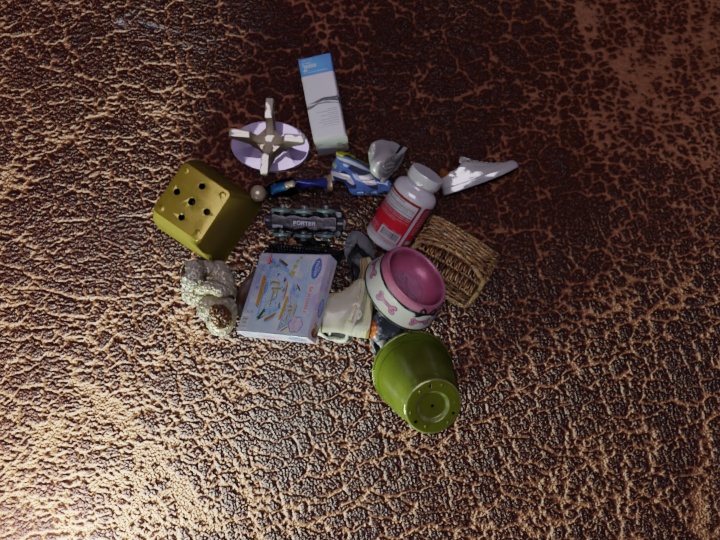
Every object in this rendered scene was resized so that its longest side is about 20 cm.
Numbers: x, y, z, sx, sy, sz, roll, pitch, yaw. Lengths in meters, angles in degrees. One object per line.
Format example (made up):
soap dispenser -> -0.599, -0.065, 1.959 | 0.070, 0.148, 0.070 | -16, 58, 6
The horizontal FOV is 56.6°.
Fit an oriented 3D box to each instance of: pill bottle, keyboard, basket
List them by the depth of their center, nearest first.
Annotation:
pill bottle -> 0.108, -0.149, 1.588 | 0.112, 0.112, 0.201 | 34, 114, 4
basket -> 0.213, -0.019, 1.596 | 0.199, 0.143, 0.150 | 32, 85, 4
keyboard -> -0.141, -0.049, 1.624 | 0.197, 0.040, 0.105 | 7, 43, 15

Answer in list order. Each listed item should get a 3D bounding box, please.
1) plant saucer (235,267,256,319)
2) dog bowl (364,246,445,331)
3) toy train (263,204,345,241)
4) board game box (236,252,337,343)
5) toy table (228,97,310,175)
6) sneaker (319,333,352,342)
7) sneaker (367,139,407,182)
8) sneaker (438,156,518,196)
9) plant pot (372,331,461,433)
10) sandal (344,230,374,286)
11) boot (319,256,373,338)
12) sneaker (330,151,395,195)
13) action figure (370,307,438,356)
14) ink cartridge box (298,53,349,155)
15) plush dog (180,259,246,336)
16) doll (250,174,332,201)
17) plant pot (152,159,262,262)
plant saucer -> -0.206, 0.059, 1.609 | 0.198, 0.032, 0.202 | -13, 51, 16
dog bowl -> 0.110, 0.033, 1.530 | 0.200, 0.200, 0.074 | 48, 129, 4
toy train -> -0.132, -0.118, 1.625 | 0.197, 0.114, 0.087 | 2, 98, 3
board game box -> -0.167, 0.059, 1.522 | 0.197, 0.041, 0.202 | 3, 66, 30
toy table -> -0.226, -0.315, 1.643 | 0.197, 0.117, 0.187 | -7, 85, -1
sneaker -> -0.107, 0.117, 1.610 | 0.198, 0.081, 0.077 | 20, 100, 4
sneaker -> 0.049, -0.270, 1.604 | 0.080, 0.200, 0.077 | 31, 113, 5
sneaker -> 0.289, -0.252, 1.650 | 0.197, 0.073, 0.086 | -17, 87, 1
plant pot -> 0.141, 0.265, 1.516 | 0.197, 0.193, 0.203 | -3, 106, -10
sandal -> 0.001, 0.001, 1.645 | 0.074, 0.048, 0.204 | -5, 86, 0
boot -> -0.045, 0.056, 1.557 | 0.152, 0.072, 0.203 | 4, 65, 0
sneaker -> 0.014, -0.219, 1.654 | 0.198, 0.074, 0.083 | 27, 105, -4
action figure -> 0.080, 0.105, 1.607 | 0.191, 0.105, 0.203 | -9, 93, -14
ink cartridge box -> -0.088, -0.400, 1.633 | 0.083, 0.145, 0.203 | -11, 85, 0
plush dog -> -0.338, 0.070, 1.579 | 0.158, 0.200, 0.174 | -8, 77, -17
doll -> -0.170, -0.202, 1.627 | 0.197, 0.136, 0.049 | -9, 95, -12
plant pot -> -0.380, -0.149, 1.600 | 0.199, 0.176, 0.201 | 33, 86, 3
